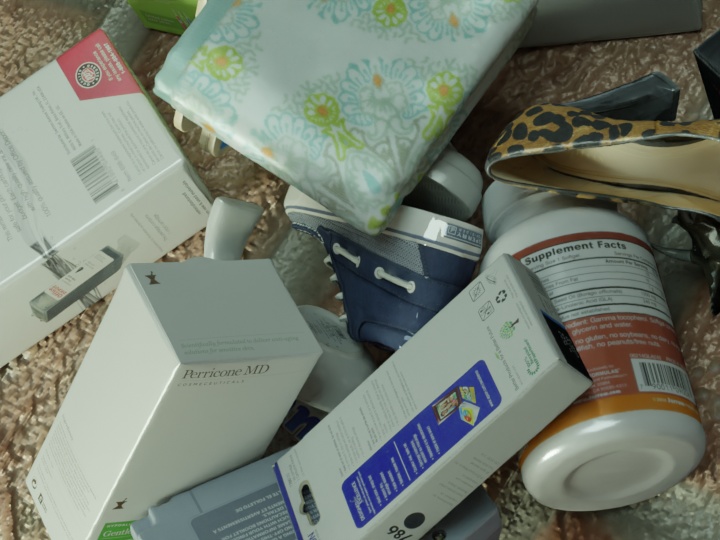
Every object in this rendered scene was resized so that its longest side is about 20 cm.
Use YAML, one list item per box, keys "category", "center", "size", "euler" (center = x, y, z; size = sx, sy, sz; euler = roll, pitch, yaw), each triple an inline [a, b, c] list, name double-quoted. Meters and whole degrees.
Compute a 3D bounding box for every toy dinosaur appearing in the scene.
- category: "toy dinosaur"
  center: [0.248, 0.045, 1.272]
  size: [0.077, 0.102, 0.201]
  euler: [-2, 70, -24]

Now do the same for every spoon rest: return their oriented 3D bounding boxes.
- category: "spoon rest"
  center: [-0.052, 0.033, 1.388]
  size: [0.061, 0.099, 0.200]
  euler: [-58, 41, 23]

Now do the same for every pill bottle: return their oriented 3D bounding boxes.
- category: "pill bottle"
  center: [0.133, 0.035, 1.293]
  size: [0.112, 0.112, 0.201]
  euler: [-18, 59, 11]

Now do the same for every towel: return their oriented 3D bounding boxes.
- category: "towel"
  center: [-0.005, -0.142, 1.318]
  size: [0.171, 0.048, 0.200]
  euler: [32, 72, 14]

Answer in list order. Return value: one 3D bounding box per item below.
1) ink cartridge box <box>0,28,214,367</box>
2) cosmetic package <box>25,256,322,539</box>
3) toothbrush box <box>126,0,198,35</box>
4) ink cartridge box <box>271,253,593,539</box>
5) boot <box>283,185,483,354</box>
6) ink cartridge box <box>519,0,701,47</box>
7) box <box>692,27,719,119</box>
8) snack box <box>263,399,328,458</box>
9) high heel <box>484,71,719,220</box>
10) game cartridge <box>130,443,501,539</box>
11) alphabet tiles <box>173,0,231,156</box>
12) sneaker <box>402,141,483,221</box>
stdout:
- category: "ink cartridge box"
  center: [-0.220, -0.048, 1.485]
  size: [0.200, 0.085, 0.146]
  euler: [-33, 57, -1]
- category: "cosmetic package"
  center: [-0.118, 0.090, 1.301]
  size: [0.085, 0.107, 0.200]
  euler: [60, 137, 33]
- category: "toothbrush box"
  center: [-0.113, -0.243, 1.478]
  size: [0.145, 0.200, 0.086]
  euler: [14, 70, 27]
- category: "ink cartridge box"
  center: [0.038, 0.090, 1.236]
  size: [0.200, 0.039, 0.100]
  euler: [-42, 40, 17]
- category: "boot"
  center: [0.000, 0.000, 1.362]
  size: [0.200, 0.073, 0.091]
  euler: [15, 88, 61]
- category: "ink cartridge box"
  center: [0.150, -0.275, 1.428]
  size: [0.144, 0.145, 0.201]
  euler: [-5, 63, 18]
- category: "box"
  center: [0.308, -0.074, 1.278]
  size: [0.106, 0.122, 0.200]
  euler: [-38, 57, -3]
- category: "snack box"
  center: [-0.051, 0.113, 1.373]
  size: [0.072, 0.024, 0.200]
  euler: [-45, 58, -9]
- category: "high heel"
  center: [0.173, -0.047, 1.233]
  size: [0.142, 0.072, 0.200]
  euler: [-22, 37, -25]
- category: "game cartridge"
  center: [-0.024, 0.160, 1.269]
  size: [0.199, 0.041, 0.133]
  euler: [-22, 40, -13]
- category: "alphabet tiles"
  center: [-0.059, -0.174, 1.418]
  size: [0.015, 0.201, 0.196]
  euler: [30, 38, 19]
- category: "sneaker"
  center: [0.035, -0.104, 1.399]
  size: [0.116, 0.074, 0.200]
  euler: [-50, 36, -12]
